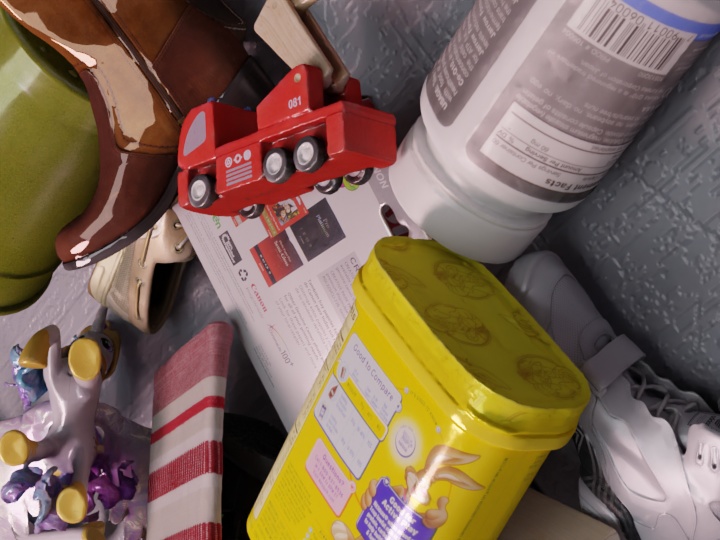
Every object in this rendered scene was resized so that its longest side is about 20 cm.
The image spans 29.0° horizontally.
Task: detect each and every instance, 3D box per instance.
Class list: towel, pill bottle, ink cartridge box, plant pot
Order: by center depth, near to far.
[{"bbox_3d":[0.103,-0.105,0.753,0.114,0.113,0.200,48,127,17],"label":"pill bottle"},{"bbox_3d":[0.000,0.000,0.887,0.175,0.084,0.201,-31,83,38],"label":"ink cartridge box"},{"bbox_3d":[-0.115,0.148,0.927,0.144,0.023,0.202,143,131,-62],"label":"towel"},{"bbox_3d":[-0.256,-0.105,1.006,0.193,0.200,0.201,-43,76,27],"label":"plant pot"}]

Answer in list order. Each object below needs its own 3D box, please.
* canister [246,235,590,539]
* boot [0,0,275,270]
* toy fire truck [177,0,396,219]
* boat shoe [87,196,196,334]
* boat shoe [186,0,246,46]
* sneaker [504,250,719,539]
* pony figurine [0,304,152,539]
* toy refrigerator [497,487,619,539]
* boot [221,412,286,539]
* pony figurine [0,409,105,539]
[{"bbox_3d":[0.022,0.105,0.766,0.149,0.086,0.201,51,125,41],"label":"canister"},{"bbox_3d":[-0.180,-0.123,0.885,0.188,0.069,0.200,-41,103,13],"label":"boot"},{"bbox_3d":[-0.031,-0.117,0.802,0.199,0.049,0.142,-14,73,41],"label":"toy fire truck"},{"bbox_3d":[-0.136,-0.036,0.999,0.065,0.072,0.201,39,127,12],"label":"boat shoe"},{"bbox_3d":[-0.148,-0.220,0.948,0.200,0.072,0.073,40,114,16],"label":"boat shoe"},{"bbox_3d":[0.163,0.072,0.786,0.114,0.075,0.201,-20,95,40],"label":"sneaker"},{"bbox_3d":[-0.209,0.122,1.023,0.165,0.200,0.195,5,93,-2],"label":"pony figurine"},{"bbox_3d":[0.066,0.170,0.849,0.199,0.076,0.070,18,132,52],"label":"toy refrigerator"},{"bbox_3d":[-0.097,0.212,0.979,0.165,0.065,0.202,21,101,64],"label":"boot"},{"bbox_3d":[-0.317,0.199,1.167,0.199,0.166,0.194,-31,89,24],"label":"pony figurine"}]
